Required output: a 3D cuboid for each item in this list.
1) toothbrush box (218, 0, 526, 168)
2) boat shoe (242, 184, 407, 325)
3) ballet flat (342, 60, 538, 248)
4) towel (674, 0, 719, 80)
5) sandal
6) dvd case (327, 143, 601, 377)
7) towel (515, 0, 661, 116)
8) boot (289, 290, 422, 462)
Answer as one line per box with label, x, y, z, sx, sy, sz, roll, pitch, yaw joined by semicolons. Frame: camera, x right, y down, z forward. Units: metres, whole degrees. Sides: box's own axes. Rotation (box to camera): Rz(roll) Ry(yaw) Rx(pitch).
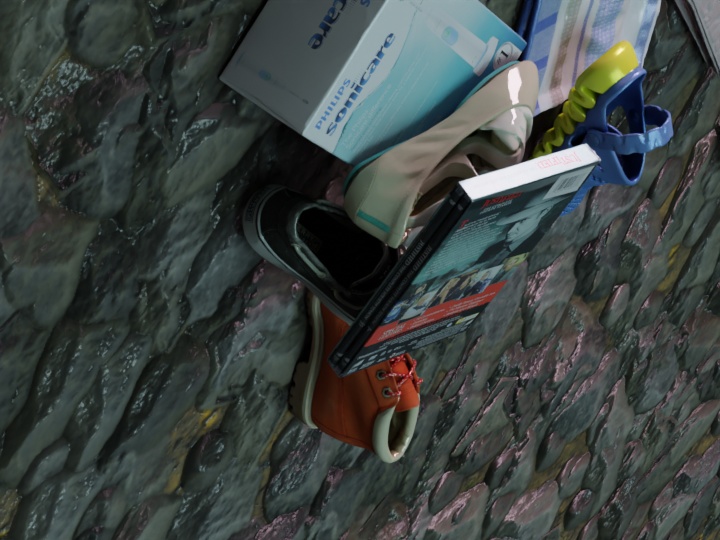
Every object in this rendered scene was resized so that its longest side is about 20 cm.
toothbrush box;0.013;-0.147;1.528;0.147;0.085;0.200;-58;152;4
boat shoe;0.000;0.000;1.605;0.200;0.064;0.071;29;79;-41
ballet flat;0.074;-0.079;1.535;0.200;0.069;0.070;-36;145;-30
towel;0.360;-0.291;1.983;0.200;0.032;0.191;-53;152;-7
sandal;0.201;-0.100;1.836;0.079;0.087;0.200;-36;165;-30
dvd case;0.073;-0.006;1.562;0.146;0.022;0.200;-18;154;-44
towel;0.191;-0.205;1.813;0.200;0.024;0.147;-23;136;-46
boot;0.012;0.056;1.709;0.075;0.107;0.200;-25;136;-40
